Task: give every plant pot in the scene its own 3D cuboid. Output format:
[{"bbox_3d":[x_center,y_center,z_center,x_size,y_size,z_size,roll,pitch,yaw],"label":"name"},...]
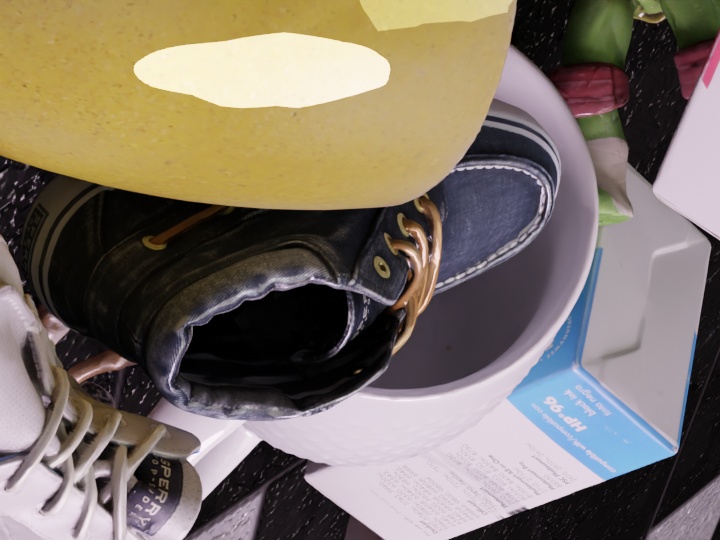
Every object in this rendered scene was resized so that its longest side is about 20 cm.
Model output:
[{"bbox_3d":[-0.068,-0.105,0.680,0.141,0.200,0.201,-12,136,-29],"label":"plant pot"}]

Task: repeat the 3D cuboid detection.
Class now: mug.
[{"bbox_3d":[-0.017,0.018,0.948,0.200,0.148,0.175,-45,174,-18],"label":"mug"}]

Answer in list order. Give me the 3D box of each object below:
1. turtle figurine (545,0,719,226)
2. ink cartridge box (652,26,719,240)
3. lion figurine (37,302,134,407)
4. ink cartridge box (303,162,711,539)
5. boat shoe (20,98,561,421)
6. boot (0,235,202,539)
[{"bbox_3d":[0.100,-0.122,0.965,0.143,0.196,0.200,-5,173,-13],"label":"turtle figurine"},{"bbox_3d":[0.197,-0.107,0.857,0.200,0.083,0.147,-48,165,-31],"label":"ink cartridge box"},{"bbox_3d":[-0.154,0.082,0.886,0.123,0.072,0.200,-54,162,22],"label":"lion figurine"},{"bbox_3d":[0.048,0.045,1.084,0.199,0.068,0.117,-26,-144,40],"label":"ink cartridge box"},{"bbox_3d":[0.000,0.000,0.789,0.199,0.091,0.071,-12,124,-33],"label":"boat shoe"},{"bbox_3d":[-0.085,0.041,0.695,0.074,0.095,0.200,-64,178,-10],"label":"boot"}]
